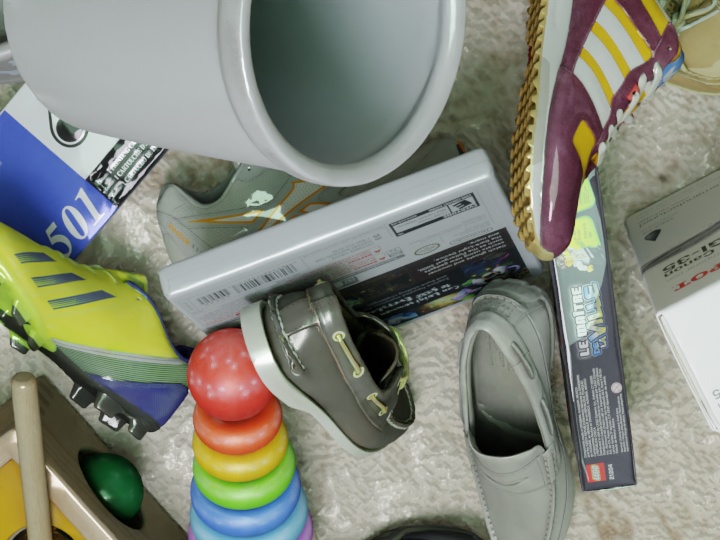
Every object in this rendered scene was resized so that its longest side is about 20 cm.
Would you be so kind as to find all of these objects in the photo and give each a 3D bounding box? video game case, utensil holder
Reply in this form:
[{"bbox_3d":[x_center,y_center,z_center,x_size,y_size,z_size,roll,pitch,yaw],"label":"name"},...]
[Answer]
[{"bbox_3d":[0.000,0.000,1.265,0.199,0.182,0.024,-21,68,7],"label":"video game case"},{"bbox_3d":[-0.072,-0.142,1.142,0.199,0.169,0.171,12,112,41],"label":"utensil holder"}]

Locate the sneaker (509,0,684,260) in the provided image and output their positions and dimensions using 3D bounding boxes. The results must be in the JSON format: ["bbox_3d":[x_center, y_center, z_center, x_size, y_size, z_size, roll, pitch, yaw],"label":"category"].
[{"bbox_3d":[0.135,-0.102,1.186,0.089,0.075,0.202,8,81,-4],"label":"sneaker"}]

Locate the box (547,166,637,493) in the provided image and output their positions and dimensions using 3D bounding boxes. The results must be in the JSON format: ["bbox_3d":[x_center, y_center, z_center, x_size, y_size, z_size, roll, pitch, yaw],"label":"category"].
[{"bbox_3d":[0.135,0.021,1.291,0.034,0.110,0.202,-8,106,4],"label":"box"}]

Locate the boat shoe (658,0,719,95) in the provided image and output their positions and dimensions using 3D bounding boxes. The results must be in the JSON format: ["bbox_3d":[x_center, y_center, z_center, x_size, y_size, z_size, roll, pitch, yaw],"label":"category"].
[{"bbox_3d":[0.153,-0.169,1.260,0.200,0.063,0.073,39,103,-8],"label":"boat shoe"}]

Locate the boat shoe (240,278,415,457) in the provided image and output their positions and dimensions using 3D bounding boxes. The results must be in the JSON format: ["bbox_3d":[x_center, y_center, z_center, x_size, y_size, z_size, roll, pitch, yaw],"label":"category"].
[{"bbox_3d":[-0.004,0.059,1.272,0.060,0.202,0.073,-24,64,14],"label":"boat shoe"}]

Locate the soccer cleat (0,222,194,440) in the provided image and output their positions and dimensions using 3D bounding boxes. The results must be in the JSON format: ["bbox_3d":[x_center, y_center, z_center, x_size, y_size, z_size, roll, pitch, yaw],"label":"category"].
[{"bbox_3d":[-0.172,0.021,1.297,0.084,0.064,0.200,-56,130,-18],"label":"soccer cleat"}]

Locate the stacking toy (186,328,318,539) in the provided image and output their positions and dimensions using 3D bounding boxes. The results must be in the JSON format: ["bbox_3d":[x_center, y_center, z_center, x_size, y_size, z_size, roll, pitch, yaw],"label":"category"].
[{"bbox_3d":[-0.074,0.115,1.298,0.085,0.086,0.201,-3,133,3],"label":"stacking toy"}]

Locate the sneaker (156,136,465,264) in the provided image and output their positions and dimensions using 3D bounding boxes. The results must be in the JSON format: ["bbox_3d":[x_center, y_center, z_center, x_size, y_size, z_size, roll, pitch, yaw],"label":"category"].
[{"bbox_3d":[-0.034,-0.050,1.298,0.199,0.076,0.093,-23,97,5],"label":"sneaker"}]

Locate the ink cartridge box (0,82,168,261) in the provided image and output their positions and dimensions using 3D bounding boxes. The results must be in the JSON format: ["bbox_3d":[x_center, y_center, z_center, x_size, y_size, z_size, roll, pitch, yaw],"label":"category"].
[{"bbox_3d":[-0.173,-0.080,1.306,0.094,0.044,0.200,41,104,-8],"label":"ink cartridge box"}]

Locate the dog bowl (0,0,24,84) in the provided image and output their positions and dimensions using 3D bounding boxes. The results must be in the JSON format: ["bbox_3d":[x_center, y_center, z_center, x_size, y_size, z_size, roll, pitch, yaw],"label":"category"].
[{"bbox_3d":[-0.224,-0.208,1.241,0.198,0.059,0.202,1,96,12],"label":"dog bowl"}]

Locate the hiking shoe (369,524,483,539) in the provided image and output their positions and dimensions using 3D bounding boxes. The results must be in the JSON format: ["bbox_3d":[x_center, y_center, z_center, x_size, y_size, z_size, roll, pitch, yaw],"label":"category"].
[{"bbox_3d":[-0.005,0.228,1.358,0.199,0.101,0.076,-21,108,9],"label":"hiking shoe"}]

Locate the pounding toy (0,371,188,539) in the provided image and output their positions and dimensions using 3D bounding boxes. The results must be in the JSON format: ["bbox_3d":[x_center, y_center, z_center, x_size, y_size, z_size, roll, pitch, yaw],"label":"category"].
[{"bbox_3d":[-0.209,0.167,1.326,0.200,0.142,0.184,-38,102,12],"label":"pounding toy"}]

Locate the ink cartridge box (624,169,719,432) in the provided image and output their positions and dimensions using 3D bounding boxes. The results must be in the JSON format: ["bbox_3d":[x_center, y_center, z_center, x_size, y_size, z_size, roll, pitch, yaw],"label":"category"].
[{"bbox_3d":[0.240,-0.002,1.233,0.146,0.200,0.083,-27,104,9],"label":"ink cartridge box"}]

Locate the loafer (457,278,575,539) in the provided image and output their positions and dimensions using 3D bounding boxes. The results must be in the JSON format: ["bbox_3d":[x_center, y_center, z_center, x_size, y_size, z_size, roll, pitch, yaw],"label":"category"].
[{"bbox_3d":[0.091,0.104,1.323,0.069,0.070,0.202,4,117,28],"label":"loafer"}]
